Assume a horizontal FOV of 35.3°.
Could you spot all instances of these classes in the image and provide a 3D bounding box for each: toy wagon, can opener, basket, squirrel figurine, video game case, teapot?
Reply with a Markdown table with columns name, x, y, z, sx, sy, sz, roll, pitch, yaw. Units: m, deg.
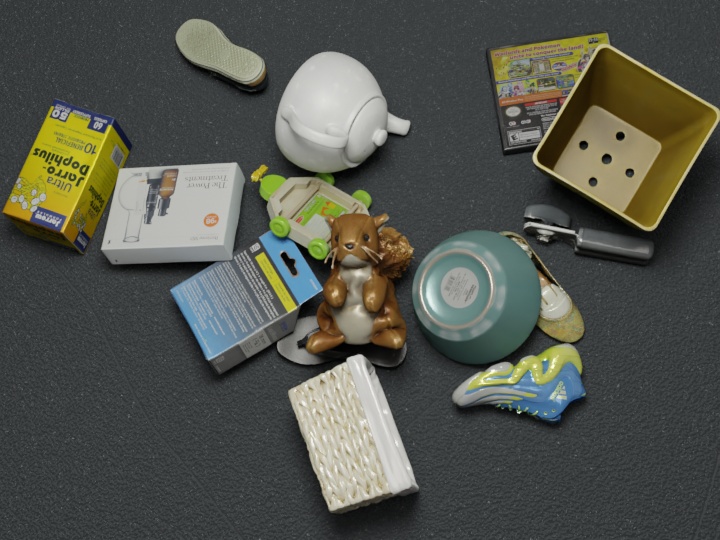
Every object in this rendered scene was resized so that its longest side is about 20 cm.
| name | x | y | z | sx | sy | sz | roll | pitch | yaw |
| --- | --- | --- | --- | --- | --- | --- | --- | --- | --- |
| toy wagon | -0.079 | -0.096 | 1.731 | 0.199 | 0.040 | 0.155 | 29 | 44 | 10 |
| can opener | 0.346 | -0.060 | 1.718 | 0.198 | 0.053 | 0.067 | 10 | 75 | 6 |
| basket | -0.011 | 0.239 | 1.607 | 0.123 | 0.136 | 0.201 | -22 | 75 | 3 |
| squirrel figurine | 0.000 | 0.000 | 1.631 | 0.140 | 0.200 | 0.188 | -2 | 109 | 17 |
| video game case | 0.312 | -0.285 | 1.804 | 0.198 | 0.026 | 0.182 | -8 | 73 | 3 |
| teapot | -0.027 | -0.227 | 1.717 | 0.145 | 0.198 | 0.200 | 28 | 68 | 23 |

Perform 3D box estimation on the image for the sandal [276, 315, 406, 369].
| name | x | y | z | sx | sy | sz | roll | pitch | yaw |
| --- | --- | --- | --- | --- | --- | --- | --- | --- | --- |
| sandal | -0.029 | 0.105 | 1.700 | 0.198 | 0.043 | 0.077 | 2 | 73 | 5 |

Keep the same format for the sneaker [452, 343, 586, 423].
| name | x | y | z | sx | sy | sz | roll | pitch | yaw |
| --- | --- | --- | --- | --- | --- | --- | --- | --- | --- |
| sneaker | 0.238 | 0.182 | 1.641 | 0.199 | 0.076 | 0.106 | -21 | 73 | -3 |

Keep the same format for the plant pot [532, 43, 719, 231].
| name | x | y | z | sx | sy | sz | roll | pitch | yaw |
| --- | --- | --- | --- | --- | --- | --- | --- | --- | --- |
| plant pot | 0.378 | -0.181 | 1.673 | 0.199 | 0.176 | 0.201 | 31 | 88 | 5 |

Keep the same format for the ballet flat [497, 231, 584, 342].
| name | x | y | z | sx | sy | sz | roll | pitch | yaw |
| --- | --- | --- | --- | --- | --- | --- | --- | --- | --- |
| ballet flat | 0.263 | 0.022 | 1.693 | 0.070 | 0.071 | 0.201 | -34 | 74 | -7 |

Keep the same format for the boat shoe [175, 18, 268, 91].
| name | x | y | z | sx | sy | sz | roll | pitch | yaw |
| --- | --- | --- | --- | --- | --- | --- | --- | --- | --- |
| boat shoe | -0.226 | -0.348 | 1.846 | 0.199 | 0.062 | 0.075 | 32 | 82 | 28 |

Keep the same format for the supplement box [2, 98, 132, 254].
| name | x | y | z | sx | sy | sz | roll | pitch | yaw |
| --- | --- | --- | --- | --- | --- | --- | --- | --- | --- |
| supplement box | -0.456 | -0.146 | 1.774 | 0.108 | 0.110 | 0.201 | 18 | 76 | 9 |

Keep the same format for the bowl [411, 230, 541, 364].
| name | x | y | z | sx | sy | sz | roll | pitch | yaw |
| --- | --- | --- | --- | --- | --- | --- | --- | --- | --- |
| bowl | 0.153 | 0.033 | 1.645 | 0.199 | 0.105 | 0.203 | -3 | 82 | 24 |

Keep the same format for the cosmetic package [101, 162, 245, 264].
| name | x | y | z | sx | sy | sz | roll | pitch | yaw |
| --- | --- | --- | --- | --- | --- | --- | --- | --- | --- |
| cosmetic package | -0.287 | -0.088 | 1.744 | 0.198 | 0.052 | 0.152 | -2 | 61 | 12 |

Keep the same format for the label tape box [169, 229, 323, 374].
| name | x | y | z | sx | sy | sz | roll | pitch | yaw |
| --- | --- | --- | --- | --- | --- | --- | --- | --- | --- |
| label tape box | -0.166 | 0.043 | 1.705 | 0.199 | 0.063 | 0.145 | -30 | 60 | -5 |
